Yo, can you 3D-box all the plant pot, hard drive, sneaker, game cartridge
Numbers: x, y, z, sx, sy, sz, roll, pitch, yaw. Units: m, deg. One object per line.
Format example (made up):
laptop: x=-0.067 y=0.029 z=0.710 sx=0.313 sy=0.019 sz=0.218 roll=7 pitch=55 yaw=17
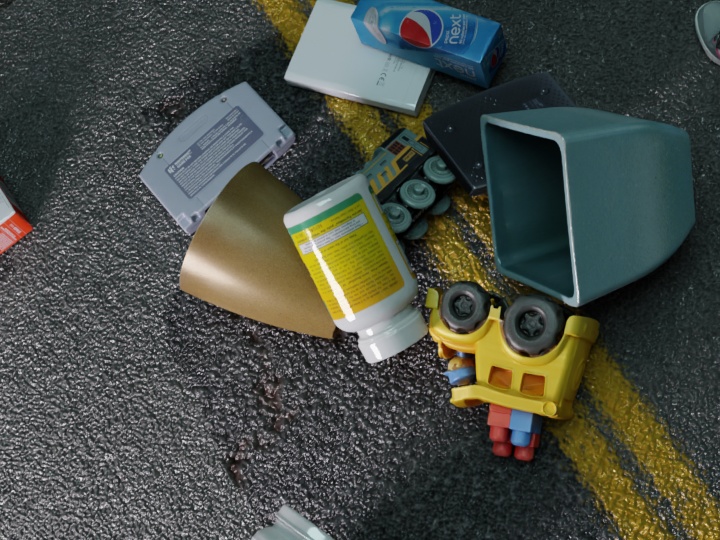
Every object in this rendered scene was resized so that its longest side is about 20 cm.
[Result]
plant pot: x=-0.095 y=-0.006 z=1.730 sx=0.199 sy=0.187 sz=0.188 roll=30 pitch=78 yaw=9
hard drive: x=0.188 y=-0.169 z=1.743 sx=0.198 sy=0.043 sz=0.135 roll=-23 pitch=61 yaw=-23
hard drive: x=0.009 y=-0.294 z=1.891 sx=0.198 sy=0.027 sz=0.133 roll=17 pitch=74 yaw=21
sneaker: x=0.475 y=-0.278 z=1.699 sx=0.083 sy=0.121 sz=0.201 roll=-31 pitch=63 yaw=1
plant pot: x=0.279 y=-0.095 z=1.616 sx=0.198 sy=0.199 sz=0.196 roll=-14 pitch=18 yaw=-20
game cartridge: x=-0.200 y=-0.160 z=1.890 sx=0.200 sy=0.041 sz=0.133 roll=-41 pitch=67 yaw=-4

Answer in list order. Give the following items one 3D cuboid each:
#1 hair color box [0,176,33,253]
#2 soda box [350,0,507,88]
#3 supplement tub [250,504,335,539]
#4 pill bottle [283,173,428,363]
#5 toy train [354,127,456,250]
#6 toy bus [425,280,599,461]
hair color box: x=-0.571 y=-0.047 z=1.934 sx=0.199 sy=0.064 sz=0.111 roll=-37 pitch=65 yaw=-3
soda box: x=0.090 y=-0.312 z=1.823 sx=0.198 sy=0.068 sz=0.065 roll=23 pitch=75 yaw=22
supplement tub: x=-0.095 y=0.385 z=1.576 sx=0.140 sy=0.141 sz=0.201 roll=30 pitch=79 yaw=24
pill bottle: x=0.000 y=0.000 z=1.620 sx=0.112 sy=0.113 sz=0.202 roll=-27 pitch=97 yaw=3
toy train: x=0.041 y=-0.095 z=1.743 sx=0.113 sy=0.086 sz=0.200 roll=33 pitch=55 yaw=17
toy bus: x=0.166 y=0.119 z=1.631 sx=0.198 sy=0.135 sz=0.195 roll=12 pitch=88 yaw=22
